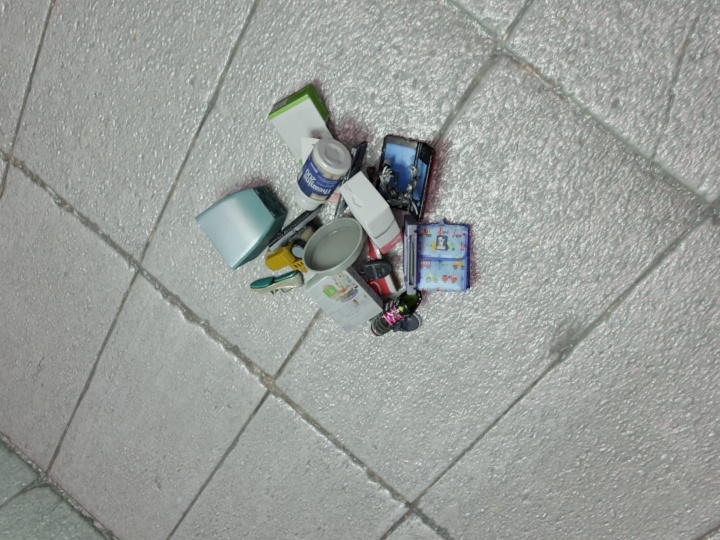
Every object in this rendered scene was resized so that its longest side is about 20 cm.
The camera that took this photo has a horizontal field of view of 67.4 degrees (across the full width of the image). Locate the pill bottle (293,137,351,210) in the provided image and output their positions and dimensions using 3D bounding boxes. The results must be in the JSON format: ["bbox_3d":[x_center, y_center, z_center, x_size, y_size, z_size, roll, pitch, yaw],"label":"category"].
[{"bbox_3d":[-0.112,-0.256,1.484,0.111,0.111,0.200,44,139,1],"label":"pill bottle"}]

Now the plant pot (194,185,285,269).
[{"bbox_3d":[-0.350,-0.157,1.685,0.199,0.196,0.198,-36,93,18],"label":"plant pot"}]

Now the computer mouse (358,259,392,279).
[{"bbox_3d":[0.000,0.000,1.602,0.195,0.034,0.060,-7,126,11],"label":"computer mouse"}]

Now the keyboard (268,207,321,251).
[{"bbox_3d":[-0.201,-0.128,1.643,0.199,0.128,0.021,-39,120,6],"label":"keyboard"}]

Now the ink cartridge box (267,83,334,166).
[{"bbox_3d":[-0.155,-0.416,1.590,0.145,0.077,0.201,-19,126,24],"label":"ink cartridge box"}]

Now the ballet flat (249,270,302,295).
[{"bbox_3d":[-0.280,0.054,1.795,0.196,0.068,0.063,-13,113,24],"label":"ballet flat"}]

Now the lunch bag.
[{"bbox_3d":[0.241,-0.046,1.567,0.147,0.094,0.205,1,96,19],"label":"lunch bag"}]

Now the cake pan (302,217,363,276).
[{"bbox_3d":[-0.075,-0.065,1.544,0.196,0.203,0.037,-15,136,24],"label":"cake pan"}]

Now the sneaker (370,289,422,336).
[{"bbox_3d":[0.109,0.119,1.606,0.199,0.087,0.074,-39,91,-11],"label":"sneaker"}]

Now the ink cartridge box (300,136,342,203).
[{"bbox_3d":[-0.104,-0.304,1.570,0.114,0.068,0.203,13,134,15],"label":"ink cartridge box"}]

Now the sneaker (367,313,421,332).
[{"bbox_3d":[0.088,0.154,1.684,0.196,0.079,0.080,13,111,14],"label":"sneaker"}]

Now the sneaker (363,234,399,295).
[{"bbox_3d":[0.034,-0.012,1.652,0.110,0.071,0.204,-17,103,21],"label":"sneaker"}]

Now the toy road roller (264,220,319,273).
[{"bbox_3d":[-0.189,-0.049,1.692,0.197,0.124,0.147,-17,126,35],"label":"toy road roller"}]

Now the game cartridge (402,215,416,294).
[{"bbox_3d":[0.141,-0.048,1.569,0.037,0.130,0.205,-3,108,-4],"label":"game cartridge"}]

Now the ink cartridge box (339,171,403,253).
[{"bbox_3d":[0.033,-0.157,1.505,0.082,0.200,0.147,-37,64,-1],"label":"ink cartridge box"}]

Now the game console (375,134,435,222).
[{"bbox_3d":[0.121,-0.259,1.515,0.116,0.173,0.204,4,112,-11],"label":"game console"}]

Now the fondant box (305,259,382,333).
[{"bbox_3d":[-0.047,0.076,1.599,0.143,0.059,0.200,-34,117,20],"label":"fondant box"}]

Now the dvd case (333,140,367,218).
[{"bbox_3d":[-0.027,-0.262,1.547,0.016,0.149,0.204,20,114,5],"label":"dvd case"}]

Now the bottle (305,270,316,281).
[{"bbox_3d":[-0.080,0.056,1.670,0.198,0.066,0.083,33,128,-29],"label":"bottle"}]

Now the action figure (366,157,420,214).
[{"bbox_3d":[0.096,-0.236,1.450,0.201,0.117,0.104,50,137,39],"label":"action figure"}]
